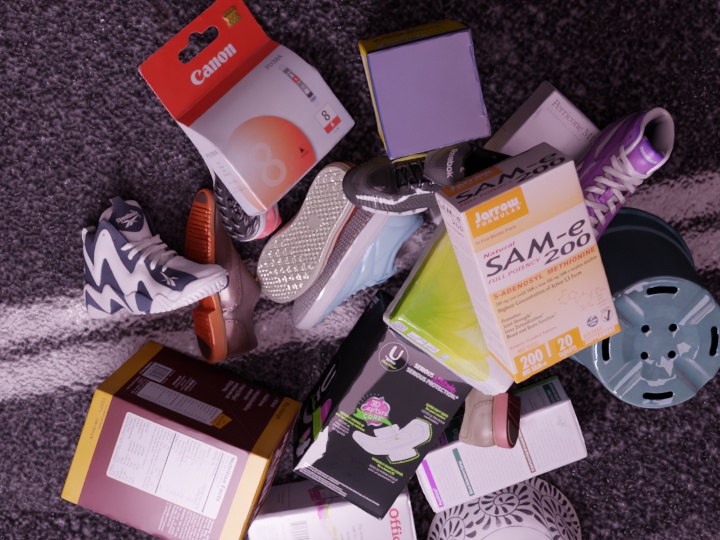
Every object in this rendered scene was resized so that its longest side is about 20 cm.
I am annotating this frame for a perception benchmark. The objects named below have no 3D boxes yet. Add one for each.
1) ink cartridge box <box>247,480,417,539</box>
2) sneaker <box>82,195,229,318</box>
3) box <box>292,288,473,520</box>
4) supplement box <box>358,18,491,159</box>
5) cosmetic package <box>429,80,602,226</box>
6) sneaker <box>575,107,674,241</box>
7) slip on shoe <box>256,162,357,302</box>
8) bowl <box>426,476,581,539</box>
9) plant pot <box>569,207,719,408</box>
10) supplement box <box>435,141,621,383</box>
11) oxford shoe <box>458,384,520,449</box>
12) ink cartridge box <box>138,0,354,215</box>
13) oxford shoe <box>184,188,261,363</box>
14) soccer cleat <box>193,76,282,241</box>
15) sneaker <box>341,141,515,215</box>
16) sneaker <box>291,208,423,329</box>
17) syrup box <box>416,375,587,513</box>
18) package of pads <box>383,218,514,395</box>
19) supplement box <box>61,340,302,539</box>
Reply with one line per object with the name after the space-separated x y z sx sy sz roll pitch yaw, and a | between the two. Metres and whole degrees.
-0.030 0.333 1.529 0.198 0.085 0.146 -8 107 1 | ink cartridge box
-0.239 -0.022 1.395 0.198 0.079 0.131 -6 100 41 | sneaker
0.023 0.151 1.446 0.124 0.149 0.201 31 103 -12 | box
0.064 -0.196 1.322 0.108 0.200 0.110 -13 105 1 | supplement box
0.181 -0.105 1.422 0.101 0.074 0.200 39 102 -13 | cosmetic package
0.258 -0.092 1.307 0.072 0.114 0.201 35 72 -11 | sneaker
-0.053 -0.042 1.428 0.074 0.061 0.201 39 118 11 | slip on shoe
0.183 0.361 1.543 0.199 0.094 0.203 -1 106 -2 | bowl
0.310 0.051 1.409 0.198 0.196 0.202 -1 107 -3 | plant pot
0.168 -0.007 1.242 0.125 0.074 0.201 -25 116 -7 | supplement box
0.144 0.105 1.455 0.074 0.070 0.202 -4 69 24 | oxford shoe
-0.118 -0.187 1.352 0.162 0.050 0.201 -47 111 -29 | ink cartridge box
-0.157 0.003 1.448 0.072 0.071 0.202 -10 106 -28 | oxford shoe
-0.140 -0.133 1.409 0.068 0.073 0.202 -17 90 28 | soccer cleat
0.080 -0.098 1.280 0.198 0.091 0.067 1 74 0 | sneaker
0.000 0.000 1.443 0.082 0.074 0.200 30 110 -23 | sneaker
0.162 0.208 1.506 0.198 0.079 0.082 -20 106 3 | syrup box
0.138 0.015 1.350 0.154 0.068 0.201 35 78 -10 | package of pads
-0.194 0.198 1.407 0.198 0.197 0.134 22 104 3 | supplement box
